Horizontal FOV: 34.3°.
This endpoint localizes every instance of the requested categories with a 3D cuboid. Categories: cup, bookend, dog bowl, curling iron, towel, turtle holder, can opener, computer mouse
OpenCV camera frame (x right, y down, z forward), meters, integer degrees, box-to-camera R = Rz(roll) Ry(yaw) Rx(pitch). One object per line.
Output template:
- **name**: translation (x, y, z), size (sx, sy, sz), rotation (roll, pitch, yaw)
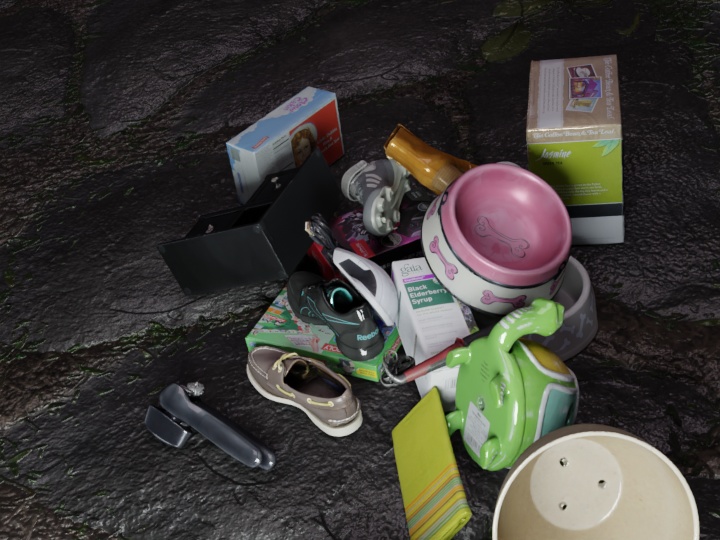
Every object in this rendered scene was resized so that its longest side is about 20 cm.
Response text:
- **cup**: translation (0.227, 0.238, 1.179), size (0.196, 0.204, 0.143), rotation (-7, 10, 4)
- **bookend**: translation (-0.156, -0.070, 1.690), size (0.196, 0.093, 0.201), rotation (-10, 31, 35)
- **dog bowl**: translation (0.179, -0.047, 1.469), size (0.196, 0.074, 0.203), rotation (8, 56, -12)
- **curling iron**: translation (0.108, 0.088, 1.374), size (0.197, 0.026, 0.050), rotation (-21, 50, -21)
- **towel**: translation (0.078, 0.227, 1.310), size (0.086, 0.018, 0.201), rotation (-47, 29, 23)
- **turtle holder**: translation (0.176, 0.130, 1.326), size (0.129, 0.189, 0.141), rotation (-2, -5, -24)
- **dog bowl**: translation (0.215, 0.041, 1.530), size (0.196, 0.059, 0.202), rotation (-6, 37, 4)
- **can opener**: translation (-0.180, 0.195, 1.434), size (0.198, 0.080, 0.063), rotation (21, 7, 31)
- **computer mouse**: translation (0.000, 0.000, 1.521), size (0.044, 0.110, 0.200), rotation (-39, 46, -4)

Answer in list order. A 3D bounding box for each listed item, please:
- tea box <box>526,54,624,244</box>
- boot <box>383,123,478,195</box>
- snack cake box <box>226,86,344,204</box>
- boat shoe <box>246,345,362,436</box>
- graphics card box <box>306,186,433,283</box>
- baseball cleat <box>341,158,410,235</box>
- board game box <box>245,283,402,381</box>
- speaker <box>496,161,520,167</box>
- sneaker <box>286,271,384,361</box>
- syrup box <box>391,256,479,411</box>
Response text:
- **tea box**: translation (0.310, -0.174, 1.673), size (0.131, 0.199, 0.201), rotation (-1, 36, 12)
- **boot**: translation (0.105, -0.160, 1.710), size (0.143, 0.071, 0.201), rotation (37, 10, 3)
- **snack cake box**: translation (-0.117, -0.197, 1.876), size (0.067, 0.117, 0.199), rotation (21, 46, 36)
- **boat shoe**: translation (-0.076, 0.137, 1.470), size (0.071, 0.060, 0.199), rotation (-34, 43, -28)
- **graphics card box**: translation (0.029, -0.044, 1.694), size (0.197, 0.052, 0.126), rotation (-19, 37, -14)
- **baseball cleat**: translation (0.014, -0.104, 1.691), size (0.104, 0.071, 0.201), rotation (-4, 25, 20)
- **board game box**: translation (-0.038, 0.076, 1.568), size (0.197, 0.029, 0.135), rotation (11, 43, 25)
- **speaker**: translation (0.187, -0.090, 1.646), size (0.080, 0.083, 0.200), rotation (4, 21, 18)
- **sneaker**: translation (-0.035, 0.039, 1.528), size (0.075, 0.080, 0.199), rotation (-30, 39, -23)
- **syrup box**: translation (0.097, 0.076, 1.466), size (0.077, 0.082, 0.202), rotation (-8, 44, -10)
